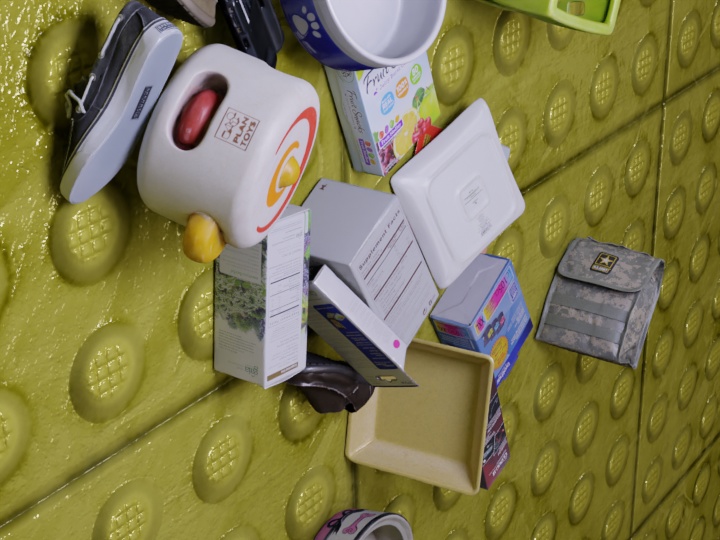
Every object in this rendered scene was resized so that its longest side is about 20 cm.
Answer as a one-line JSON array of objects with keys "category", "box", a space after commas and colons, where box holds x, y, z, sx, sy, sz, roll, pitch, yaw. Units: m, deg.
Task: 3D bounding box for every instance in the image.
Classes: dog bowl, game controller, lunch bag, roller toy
[{"category": "dog bowl", "box": [0.003, -0.327, 1.452, 0.199, 0.079, 0.201, 0, 89, -44]}, {"category": "game controller", "box": [-0.127, -0.289, 1.338, 0.200, 0.042, 0.105, 68, 26, -43]}, {"category": "lunch bag", "box": [0.411, 0.048, 2.193, 0.117, 0.163, 0.201, 22, 85, -59]}, {"category": "roller toy", "box": [-0.126, -0.121, 1.295, 0.200, 0.139, 0.183, -53, 164, -53]}, {"category": "dog bowl", "box": [-0.009, 0.425, 1.811, 0.200, 0.074, 0.201, -29, 127, -48]}]

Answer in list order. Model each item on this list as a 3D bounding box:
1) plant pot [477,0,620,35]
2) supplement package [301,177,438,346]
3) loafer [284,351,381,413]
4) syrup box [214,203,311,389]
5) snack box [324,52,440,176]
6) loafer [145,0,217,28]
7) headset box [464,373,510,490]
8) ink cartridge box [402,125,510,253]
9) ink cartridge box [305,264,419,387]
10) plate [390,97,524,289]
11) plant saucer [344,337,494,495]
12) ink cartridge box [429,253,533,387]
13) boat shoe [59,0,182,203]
[{"category": "plant pot", "box": [0.236, -0.431, 1.714, 0.200, 0.181, 0.200, -2, 106, -56]}, {"category": "supplement package", "box": [0.000, 0.000, 1.603, 0.118, 0.116, 0.200, -56, 143, -25]}, {"category": "loafer", "box": [-0.039, 0.150, 1.648, 0.200, 0.073, 0.072, 20, 88, -56]}, {"category": "syrup box", "box": [-0.113, 0.025, 1.480, 0.081, 0.078, 0.201, -24, 123, -50]}, {"category": "snack box", "box": [0.027, -0.238, 1.601, 0.142, 0.053, 0.201, -50, 139, -34]}, {"category": "loafer", "box": [-0.192, -0.303, 1.226, 0.068, 0.076, 0.200, -60, 145, -10]}, {"category": "headset box", "box": [0.127, 0.219, 1.857, 0.075, 0.148, 0.201, -48, 140, -35]}, {"category": "ink cartridge box", "box": [0.135, -0.114, 1.819, 0.200, 0.050, 0.163, 8, 97, -60]}, {"category": "ink cartridge box", "box": [-0.013, 0.070, 1.565, 0.200, 0.094, 0.037, 47, 61, -24]}, {"category": "plate", "box": [0.148, -0.104, 1.797, 0.200, 0.032, 0.201, -43, 126, -26]}, {"category": "plant saucer", "box": [0.084, 0.181, 1.740, 0.048, 0.199, 0.201, -28, 127, -61]}, {"category": "ink cartridge box", "box": [0.191, 0.086, 1.967, 0.137, 0.076, 0.200, -56, 145, -25]}, {"category": "boat shoe", "box": [-0.243, -0.159, 1.219, 0.200, 0.068, 0.074, -60, 165, 23]}]
